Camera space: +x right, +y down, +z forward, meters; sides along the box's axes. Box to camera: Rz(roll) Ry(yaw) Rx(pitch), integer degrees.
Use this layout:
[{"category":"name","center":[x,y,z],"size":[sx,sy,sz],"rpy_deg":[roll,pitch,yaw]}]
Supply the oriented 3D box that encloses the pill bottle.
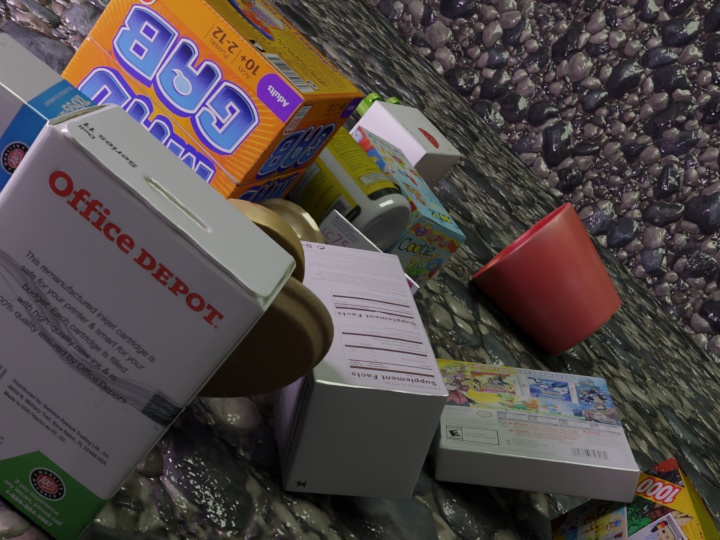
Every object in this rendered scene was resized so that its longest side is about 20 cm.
[{"category":"pill bottle","center":[-0.036,-0.114,1.205],"size":[0.201,0.114,0.114],"rpy_deg":[51,21,22]}]

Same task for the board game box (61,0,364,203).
[{"category":"board game box","center":[-0.152,-0.163,0.948],"size":[0.200,0.200,0.200],"rpy_deg":[43,19,4]}]

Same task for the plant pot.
[{"category":"plant pot","center":[0.305,0.023,1.506],"size":[0.178,0.200,0.200],"rpy_deg":[52,19,1]}]

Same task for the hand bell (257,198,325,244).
[{"category":"hand bell","center":[-0.121,0.008,0.855],"size":[0.104,0.104,0.200],"rpy_deg":[45,30,8]}]

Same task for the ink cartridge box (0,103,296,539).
[{"category":"ink cartridge box","center":[-0.152,0.030,0.535],"size":[0.146,0.200,0.083],"rpy_deg":[41,20,-5]}]

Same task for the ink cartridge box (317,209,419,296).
[{"category":"ink cartridge box","center":[0.000,0.000,1.032],"size":[0.119,0.042,0.200],"rpy_deg":[42,-9,1]}]

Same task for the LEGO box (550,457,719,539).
[{"category":"LEGO box","center":[0.263,0.285,0.881],"size":[0.078,0.148,0.200],"rpy_deg":[54,16,-12]}]

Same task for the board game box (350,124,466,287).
[{"category":"board game box","center":[0.039,-0.087,1.314],"size":[0.104,0.103,0.201],"rpy_deg":[22,27,-45]}]

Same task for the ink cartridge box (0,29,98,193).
[{"category":"ink cartridge box","center":[-0.288,-0.099,0.624],"size":[0.199,0.146,0.085],"rpy_deg":[39,20,-12]}]

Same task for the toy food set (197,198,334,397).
[{"category":"toy food set","center":[-0.115,0.028,0.647],"size":[0.201,0.195,0.049],"rpy_deg":[60,28,-53]}]

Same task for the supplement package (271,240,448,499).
[{"category":"supplement package","center":[-0.012,0.079,0.801],"size":[0.108,0.115,0.201],"rpy_deg":[8,31,-16]}]

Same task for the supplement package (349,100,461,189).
[{"category":"supplement package","center":[0.062,-0.187,1.547],"size":[0.121,0.120,0.200],"rpy_deg":[47,20,11]}]

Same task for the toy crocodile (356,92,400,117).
[{"category":"toy crocodile","center":[0.049,-0.302,1.873],"size":[0.068,0.062,0.199],"rpy_deg":[50,25,20]}]

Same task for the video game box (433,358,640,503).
[{"category":"video game box","center":[0.173,0.162,0.995],"size":[0.197,0.047,0.183],"rpy_deg":[7,25,1]}]
